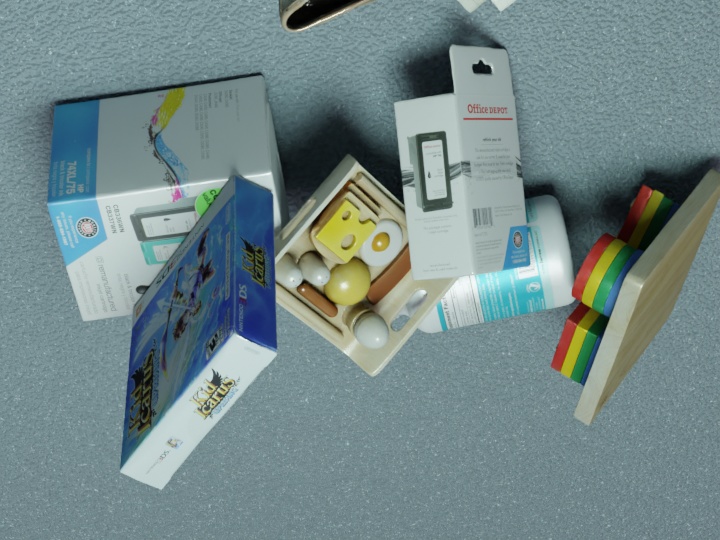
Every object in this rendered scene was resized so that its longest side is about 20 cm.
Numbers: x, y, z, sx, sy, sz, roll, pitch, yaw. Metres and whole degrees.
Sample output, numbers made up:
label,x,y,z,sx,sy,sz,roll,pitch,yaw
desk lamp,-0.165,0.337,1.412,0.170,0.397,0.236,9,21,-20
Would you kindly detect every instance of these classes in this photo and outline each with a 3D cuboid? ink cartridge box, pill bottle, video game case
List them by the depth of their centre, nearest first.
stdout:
label,x,y,z,sx,sy,sz,roll,pitch,yaw
video game case,-0.135,0.049,1.296,0.045,0.201,0.182,25,124,-23
ink cartridge box,0.091,-0.097,1.406,0.067,0.202,0.116,-5,-178,33
ink cartridge box,-0.170,-0.067,1.422,0.198,0.147,0.148,-9,132,0
pill bottle,0.107,-0.002,1.533,0.198,0.111,0.111,-11,132,5

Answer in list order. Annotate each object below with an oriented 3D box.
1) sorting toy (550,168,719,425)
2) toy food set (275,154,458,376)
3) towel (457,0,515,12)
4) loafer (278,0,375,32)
label,x,y,z,sx,sy,sz,roll,pitch,yaw
sorting toy,0.262,0.014,1.522,0.069,0.200,0.200,30,137,18
toy food set,0.000,0.000,1.405,0.144,0.060,0.200,-49,137,1
towel,0.111,-0.315,1.291,0.199,0.035,0.192,-32,131,27
loafer,0.014,-0.251,1.300,0.199,0.063,0.072,-18,137,34
